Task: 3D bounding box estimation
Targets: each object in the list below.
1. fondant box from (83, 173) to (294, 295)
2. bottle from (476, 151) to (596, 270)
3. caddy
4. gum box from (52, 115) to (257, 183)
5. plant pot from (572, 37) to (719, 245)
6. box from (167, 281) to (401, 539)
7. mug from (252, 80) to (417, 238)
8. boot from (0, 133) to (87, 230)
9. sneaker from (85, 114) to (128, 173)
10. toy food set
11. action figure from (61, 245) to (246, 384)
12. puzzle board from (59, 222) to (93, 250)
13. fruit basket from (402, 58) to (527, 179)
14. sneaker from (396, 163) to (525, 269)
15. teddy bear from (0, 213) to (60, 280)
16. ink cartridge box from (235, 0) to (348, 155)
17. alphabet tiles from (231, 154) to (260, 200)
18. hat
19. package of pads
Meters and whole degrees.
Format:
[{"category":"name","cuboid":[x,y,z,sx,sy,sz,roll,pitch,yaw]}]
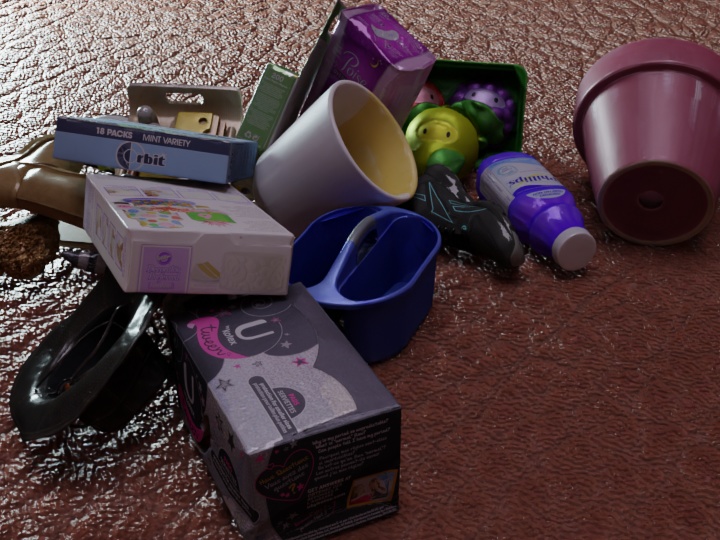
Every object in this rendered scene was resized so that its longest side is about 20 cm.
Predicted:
[{"category":"fondant box","cuboid":[-0.161,-0.035,0.976,0.144,0.059,0.200,2,16,-25]},{"category":"bottle","cuboid":[0.202,-0.069,1.233,0.083,0.066,0.200,-8,32,-14]},{"category":"caddy","cuboid":[0.000,0.000,1.084,0.141,0.105,0.200,12,33,19]},{"category":"gum box","cuboid":[-0.204,-0.125,1.118,0.169,0.045,0.200,9,6,0]},{"category":"plant pot","cuboid":[0.341,-0.135,1.241,0.199,0.201,0.179,6,48,11]},{"category":"box","cuboid":[-0.068,0.114,0.890,0.132,0.115,0.200,-14,33,-21]},{"category":"mug","cuboid":[-0.028,-0.101,1.227,0.153,0.186,0.150,-30,42,29]},{"category":"boot","cuboid":[-0.291,-0.086,1.167,0.199,0.066,0.175,12,29,21]},{"category":"sneaker","cuboid":[-0.285,-0.147,1.362,0.199,0.072,0.083,6,30,11]},{"category":"toy food set","cuboid":[-0.222,-0.134,1.261,0.143,0.060,0.201,3,61,6]},{"category":"action figure","cuboid":[-0.192,0.023,1.061,0.192,0.105,0.200,-8,30,6]},{"category":"puzzle board","cuboid":[-0.256,-0.059,1.275,0.199,0.017,0.151,5,31,8]},{"category":"fruit basket","cuboid":[0.107,-0.189,1.373,0.214,0.156,0.216,3,14,-1]},{"category":"sneaker","cuboid":[0.110,-0.047,1.215,0.079,0.076,0.200,-32,38,-11]},{"category":"teddy bear","cuboid":[-0.420,-0.013,1.165,0.199,0.067,0.145,-14,19,-16]},{"category":"ink cartridge box","cuboid":[-0.081,-0.237,1.304,0.048,0.201,0.146,25,9,0]},{"category":"alphabet tiles","cuboid":[-0.157,-0.150,1.363,0.167,0.008,0.200,42,40,23]},{"category":"hat","cuboid":[-0.219,0.085,0.956,0.200,0.081,0.201,-35,30,23]},{"category":"package of pads","cuboid":[0.001,-0.209,1.316,0.076,0.200,0.121,-24,63,-43]}]
